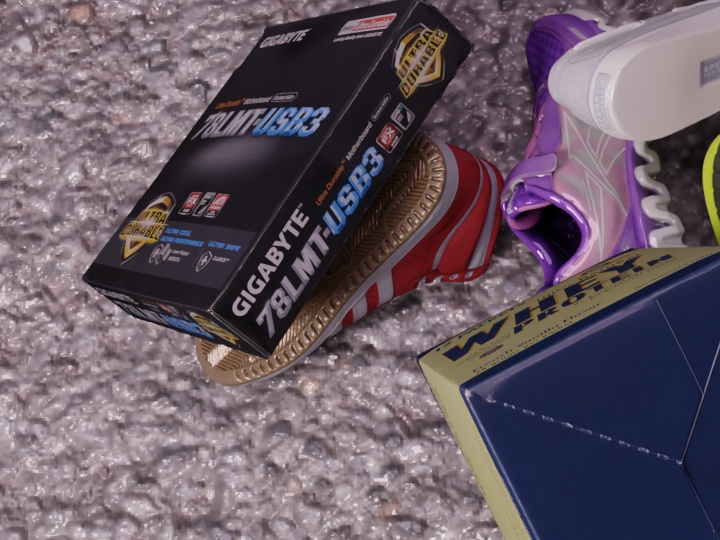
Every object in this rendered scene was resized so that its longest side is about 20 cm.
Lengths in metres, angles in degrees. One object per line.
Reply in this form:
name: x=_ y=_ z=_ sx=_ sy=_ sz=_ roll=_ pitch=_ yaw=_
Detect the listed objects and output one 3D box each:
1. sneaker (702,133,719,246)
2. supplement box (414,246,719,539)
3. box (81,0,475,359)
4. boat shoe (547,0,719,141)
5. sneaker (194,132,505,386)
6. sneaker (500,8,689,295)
sneaker: x=0.235 y=0.018 z=0.819 sx=0.074 sy=0.084 sz=0.200 roll=-4 pitch=85 yaw=46
supplement box: x=0.136 y=0.104 z=0.707 sx=0.134 sy=0.200 sz=0.200 roll=-26 pitch=92 yaw=-3
box: x=-0.052 y=-0.055 z=0.838 sx=0.050 sy=0.200 sz=0.199 roll=38 pitch=77 yaw=-25
boat shoe: x=0.190 y=-0.116 z=0.823 sx=0.200 sy=0.072 sz=0.069 roll=-24 pitch=31 yaw=-26
sneaker: x=0.000 y=0.000 z=0.875 sx=0.200 sy=0.112 sz=0.071 roll=-40 pitch=69 yaw=24
sneaker: x=0.119 y=-0.058 z=0.854 sx=0.088 sy=0.080 sz=0.200 roll=-5 pitch=68 yaw=-17
